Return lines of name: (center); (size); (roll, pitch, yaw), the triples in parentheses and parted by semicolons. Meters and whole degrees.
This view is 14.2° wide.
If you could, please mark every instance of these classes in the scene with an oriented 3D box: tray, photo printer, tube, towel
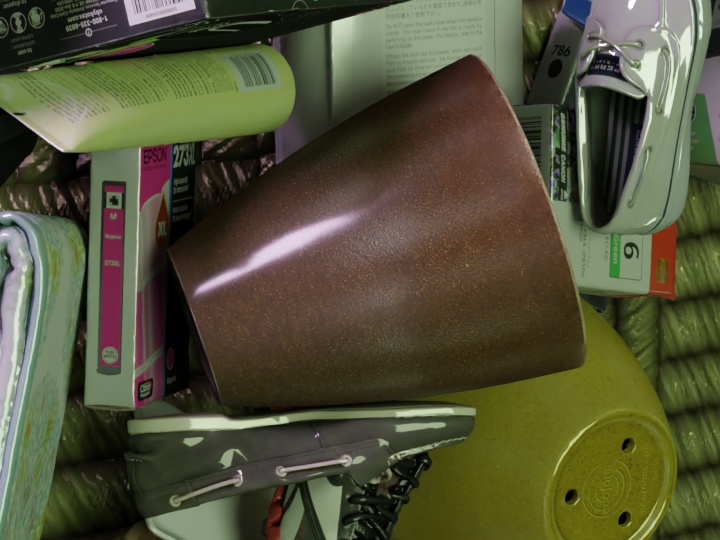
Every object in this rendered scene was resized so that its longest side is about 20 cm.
tray: (-0.065, 0.153, 1.719); (0.200, 0.022, 0.108); (33, 32, -37)
photo printer: (0.024, -0.115, 1.748); (0.166, 0.069, 0.200); (-9, 102, -37)
tube: (-0.117, -0.091, 1.560); (0.200, 0.058, 0.052); (-11, 87, -52)
towel: (-0.190, 0.068, 1.557); (0.048, 0.171, 0.200); (11, 90, 1)

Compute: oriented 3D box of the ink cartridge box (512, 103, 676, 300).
ink cartridge box: (0.158, -0.039, 1.803); (0.200, 0.050, 0.109); (6, 84, -49)

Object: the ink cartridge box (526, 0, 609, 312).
ink cartridge box: (0.148, -0.082, 1.873); (0.099, 0.039, 0.200); (24, 80, -37)

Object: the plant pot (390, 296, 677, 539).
plant pot: (0.112, 0.110, 1.784); (0.200, 0.142, 0.200); (-12, 112, -32)

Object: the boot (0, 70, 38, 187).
boot: (-0.237, -0.014, 1.543); (0.211, 0.079, 0.158); (-46, 150, -57)

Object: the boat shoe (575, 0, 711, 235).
boat shoe: (0.162, -0.117, 1.708); (0.067, 0.073, 0.200); (-13, 103, -49)

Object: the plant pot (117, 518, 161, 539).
plant pot: (-0.095, 0.247, 1.665); (0.093, 0.201, 0.201); (-40, 130, 21)

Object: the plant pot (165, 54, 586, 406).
plant pot: (0.000, 0.000, 1.619); (0.200, 0.187, 0.187); (-20, 111, -7)

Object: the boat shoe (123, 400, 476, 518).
boat shoe: (-0.033, 0.105, 1.631); (0.200, 0.067, 0.057); (-3, 91, -7)

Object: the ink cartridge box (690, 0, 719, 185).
ink cartridge box: (0.283, -0.155, 1.902); (0.084, 0.146, 0.200); (18, 85, -38)

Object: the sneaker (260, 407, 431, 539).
sneaker: (-0.007, 0.131, 1.694); (0.071, 0.098, 0.201); (31, 46, -41)

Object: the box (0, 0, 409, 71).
box: (-0.091, -0.184, 1.552); (0.200, 0.148, 0.125); (-14, 93, -57)

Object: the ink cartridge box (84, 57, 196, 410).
ink cartridge box: (-0.124, -0.025, 1.639); (0.095, 0.037, 0.200); (-20, 111, -73)
